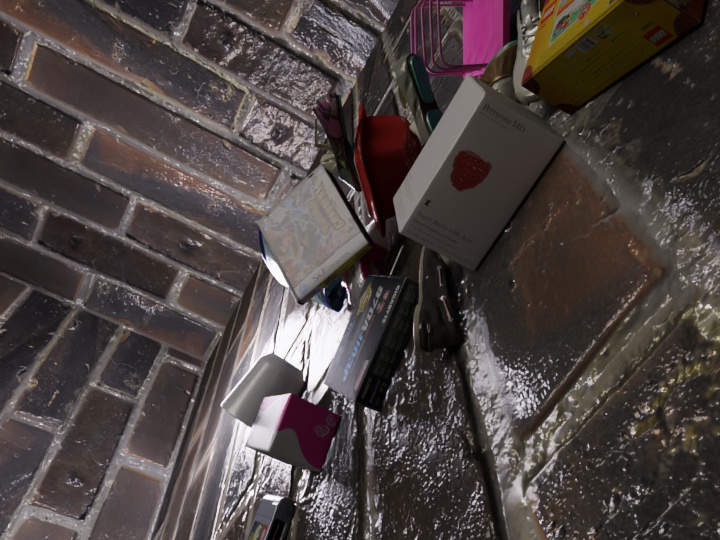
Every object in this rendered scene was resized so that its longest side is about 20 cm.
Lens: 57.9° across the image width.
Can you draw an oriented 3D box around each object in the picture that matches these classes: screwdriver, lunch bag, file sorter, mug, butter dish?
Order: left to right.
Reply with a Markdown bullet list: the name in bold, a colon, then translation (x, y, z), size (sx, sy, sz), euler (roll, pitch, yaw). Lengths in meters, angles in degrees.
- **mug**: translation (-0.204, 0.263, 1.419), size (0.154, 0.149, 0.186), euler (-59, 19, -11)
- **lunch bag**: translation (-0.108, -0.014, 1.360), size (0.127, 0.169, 0.201), euler (-46, -28, -35)
- **screwdriver**: translation (0.033, 0.046, 1.130), size (0.028, 0.029, 0.202), euler (175, 115, -74)
- **butter dish**: translation (0.074, -0.199, 1.212), size (0.201, 0.146, 0.201), euler (-87, -17, -51)
- **file sorter**: translation (0.168, -0.420, 1.150), size (0.200, 0.124, 0.141), euler (-132, 38, -75)

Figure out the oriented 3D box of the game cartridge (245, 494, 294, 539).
- **game cartridge**: translation (-0.175, 0.492, 1.129), size (0.133, 0.041, 0.202), euler (137, 155, -65)

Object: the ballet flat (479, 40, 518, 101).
- **ballet flat**: translation (0.201, -0.259, 1.004), size (0.200, 0.067, 0.073), euler (135, 137, -53)

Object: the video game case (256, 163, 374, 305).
- **video game case**: translation (-0.089, -0.069, 1.212), size (0.180, 0.025, 0.201), euler (-39, 63, 17)

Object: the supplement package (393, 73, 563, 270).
- **supplement package**: translation (0.144, -0.128, 0.848), size (0.201, 0.120, 0.120), euler (-59, 15, 23)

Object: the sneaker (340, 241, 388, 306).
- **sneaker**: translation (0.000, 0.000, 1.235), size (0.089, 0.081, 0.201), euler (-55, 16, 26)

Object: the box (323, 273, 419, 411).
- **box**: translation (0.020, 0.107, 1.027), size (0.202, 0.046, 0.159), euler (-67, 19, -7)

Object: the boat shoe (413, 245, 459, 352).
- **boat shoe**: translation (0.105, 0.035, 0.874), size (0.201, 0.056, 0.067), euler (-77, -17, -52)

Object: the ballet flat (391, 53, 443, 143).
- **ballet flat**: translation (0.109, -0.282, 1.156), size (0.063, 0.202, 0.067), euler (-19, 2, 44)

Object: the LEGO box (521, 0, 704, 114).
- **LEGO box**: translation (0.280, -0.293, 0.724), size (0.200, 0.077, 0.150), euler (-32, 35, 66)

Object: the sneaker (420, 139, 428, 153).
- **sneaker**: translation (0.122, -0.166, 1.069), size (0.200, 0.066, 0.091), euler (-44, 45, 46)

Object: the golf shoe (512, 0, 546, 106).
- **golf shoe**: translation (0.230, -0.311, 0.868), size (0.078, 0.097, 0.202), euler (-11, 50, 35)

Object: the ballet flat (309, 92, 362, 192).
- **ballet flat**: translation (-0.046, -0.227, 1.187), size (0.070, 0.070, 0.201), euler (-92, -13, -49)

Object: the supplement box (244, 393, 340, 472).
- **supplement box**: translation (-0.125, 0.287, 1.157), size (0.102, 0.103, 0.200), euler (-68, 13, -19)
